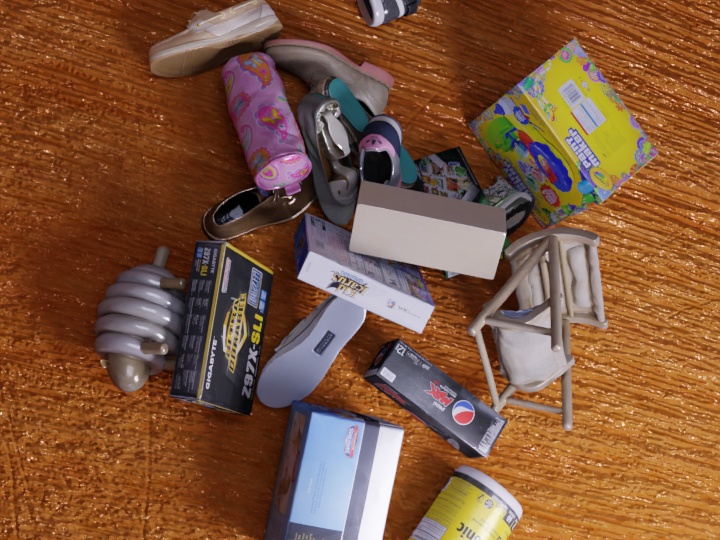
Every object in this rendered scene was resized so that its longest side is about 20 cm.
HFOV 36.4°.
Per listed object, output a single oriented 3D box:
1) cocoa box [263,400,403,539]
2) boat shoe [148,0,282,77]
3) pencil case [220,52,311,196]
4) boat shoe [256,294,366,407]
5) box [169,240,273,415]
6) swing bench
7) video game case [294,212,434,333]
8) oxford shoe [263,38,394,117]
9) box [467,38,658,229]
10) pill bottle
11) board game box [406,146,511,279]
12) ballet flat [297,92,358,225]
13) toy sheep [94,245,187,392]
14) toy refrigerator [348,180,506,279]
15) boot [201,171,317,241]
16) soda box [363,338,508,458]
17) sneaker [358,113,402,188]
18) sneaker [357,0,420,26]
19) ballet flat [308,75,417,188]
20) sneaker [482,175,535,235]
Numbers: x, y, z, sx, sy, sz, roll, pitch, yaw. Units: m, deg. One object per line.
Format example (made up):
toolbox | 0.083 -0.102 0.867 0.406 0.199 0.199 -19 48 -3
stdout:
cocoa box | -0.039 0.285 1.433 0.129 0.133 0.203 13 87 -14
boat shoe | -0.211 -0.331 1.538 0.198 0.074 0.070 -21 75 -19
pencil case | -0.130 -0.202 1.497 0.086 0.088 0.202 -13 62 -17
boat shoe | -0.069 0.097 1.503 0.074 0.086 0.203 36 102 -12
box | -0.178 0.079 1.430 0.049 0.160 0.203 4 77 18
swing bench | 0.252 0.074 1.509 0.128 0.200 0.201 10 53 25
video game case | 0.000 0.000 1.474 0.179 0.200 0.046 23 104 -11
oxford shoe | -0.049 -0.274 1.570 0.197 0.070 0.076 17 79 -12
box | 0.288 -0.191 1.588 0.122 0.193 0.201 -38 91 -18
pill bottle | 0.124 0.377 1.490 0.111 0.111 0.201 39 74 -6
board game box | 0.131 -0.086 1.558 0.103 0.024 0.202 -16 56 -10
ballet flat | -0.035 -0.147 1.509 0.067 0.063 0.202 -37 124 -33
toy sheep | -0.277 0.062 1.419 0.136 0.138 0.202 21 63 -11
toy refrigerator | 0.089 -0.056 1.454 0.197 0.077 0.070 10 34 -1
boot | -0.124 -0.101 1.518 0.198 0.075 0.074 -30 88 -19
soda box | 0.104 0.181 1.537 0.199 0.071 0.064 38 72 -7
sneaker | 0.025 -0.108 1.514 0.069 0.082 0.202 2 123 16
sneaker | 0.032 -0.472 1.631 0.111 0.073 0.203 -19 95 -21
ballet flat | -0.002 -0.190 1.564 0.200 0.075 0.068 46 53 -18
sneaker | 0.155 -0.076 1.610 0.198 0.077 0.089 -26 57 -17
